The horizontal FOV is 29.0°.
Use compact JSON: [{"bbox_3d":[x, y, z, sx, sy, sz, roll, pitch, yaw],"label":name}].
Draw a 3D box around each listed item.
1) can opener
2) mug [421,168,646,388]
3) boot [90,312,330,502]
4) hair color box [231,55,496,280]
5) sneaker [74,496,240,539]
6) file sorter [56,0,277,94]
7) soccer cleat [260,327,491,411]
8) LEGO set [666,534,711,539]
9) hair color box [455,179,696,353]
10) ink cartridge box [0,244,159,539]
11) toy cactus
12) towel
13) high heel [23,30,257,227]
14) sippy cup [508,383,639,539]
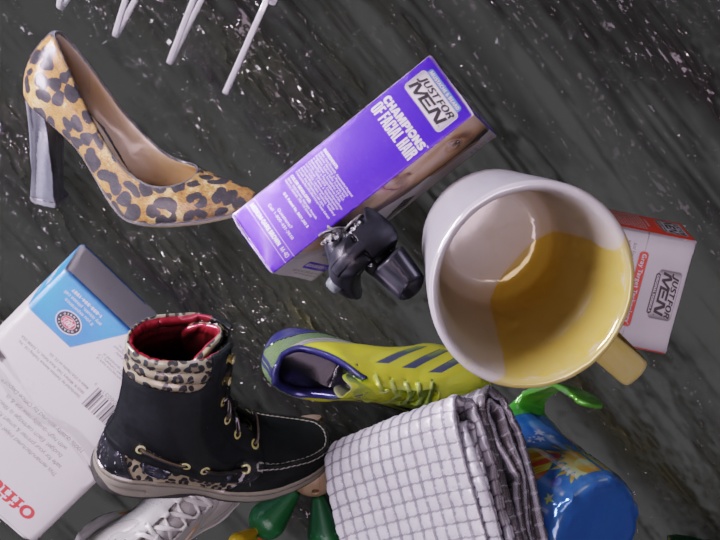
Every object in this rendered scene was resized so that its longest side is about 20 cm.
[{"bbox_3d":[0.000,0.000,1.089,0.063,0.200,0.079,-31,88,-7],"label":"can opener"},{"bbox_3d":[0.116,0.008,1.048,0.148,0.153,0.188,-19,107,-3],"label":"mug"},{"bbox_3d":[-0.105,0.108,1.103,0.201,0.074,0.155,0,131,-21],"label":"boot"},{"bbox_3d":[0.006,-0.076,1.105,0.200,0.109,0.065,-39,78,10],"label":"hair color box"},{"bbox_3d":[-0.170,0.224,1.206,0.200,0.092,0.076,-39,104,10],"label":"sneaker"},{"bbox_3d":[-0.150,-0.244,1.021,0.198,0.139,0.125,26,60,-8],"label":"file sorter"},{"bbox_3d":[0.013,0.093,1.174,0.198,0.084,0.065,9,106,-3],"label":"soccer cleat"},{"bbox_3d":[0.351,0.306,1.205,0.198,0.154,0.117,8,89,-11],"label":"LEGO set"},{"bbox_3d":[0.167,-0.004,1.160,0.198,0.061,0.103,12,105,-3],"label":"hair color box"},{"bbox_3d":[-0.257,0.103,1.173,0.200,0.084,0.146,-42,104,11],"label":"ink cartridge box"},{"bbox_3d":[-0.039,0.213,1.213,0.198,0.102,0.167,-9,97,11],"label":"toy cactus"},{"bbox_3d":[0.069,0.209,1.107,0.165,0.085,0.202,-25,77,41],"label":"towel"},{"bbox_3d":[-0.176,-0.113,1.115,0.198,0.072,0.144,7,113,7],"label":"high heel"},{"bbox_3d":[0.155,0.196,1.156,0.139,0.130,0.179,-27,115,-26],"label":"sippy cup"}]
